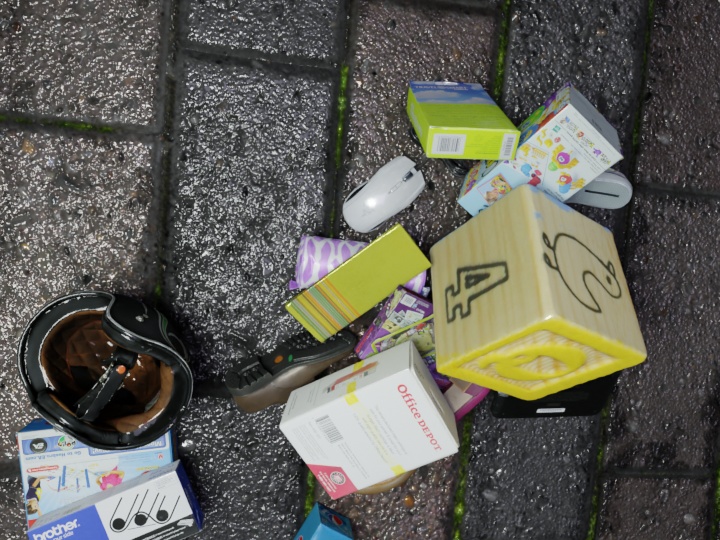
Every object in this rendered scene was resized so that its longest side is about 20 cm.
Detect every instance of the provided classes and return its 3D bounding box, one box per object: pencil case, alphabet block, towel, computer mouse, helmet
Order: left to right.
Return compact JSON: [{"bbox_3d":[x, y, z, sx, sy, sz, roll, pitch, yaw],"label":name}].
[{"bbox_3d":[-0.326,0.122,0.710,0.200,0.191,0.200,-17,118,-36],"label":"helmet"},{"bbox_3d":[-0.004,0.020,0.770,0.200,0.018,0.086,-36,118,10],"label":"towel"},{"bbox_3d":[0.000,0.000,0.816,0.200,0.084,0.086,10,125,-9],"label":"pencil case"},{"bbox_3d":[0.062,-0.132,0.831,0.200,0.044,0.110,-42,101,-5],"label":"computer mouse"},{"bbox_3d":[0.226,0.039,0.741,0.195,0.196,0.200,20,53,-27],"label":"alphabet block"}]

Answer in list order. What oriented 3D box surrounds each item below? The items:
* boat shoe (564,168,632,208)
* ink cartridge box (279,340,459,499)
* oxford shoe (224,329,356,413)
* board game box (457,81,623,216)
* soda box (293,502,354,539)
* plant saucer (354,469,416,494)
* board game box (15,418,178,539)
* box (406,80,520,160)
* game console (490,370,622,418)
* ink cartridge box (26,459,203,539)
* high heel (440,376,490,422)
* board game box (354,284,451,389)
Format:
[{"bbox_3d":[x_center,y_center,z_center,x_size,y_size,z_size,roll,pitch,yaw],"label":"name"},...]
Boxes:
[{"bbox_3d":[0.322,-0.144,0.867,0.200,0.067,0.074,17,127,7],"label":"boat shoe"},{"bbox_3d":[0.016,0.206,0.752,0.200,0.083,0.145,-26,107,15],"label":"ink cartridge box"},{"bbox_3d":[-0.095,0.150,0.823,0.200,0.073,0.084,-23,121,-10],"label":"oxford shoe"},{"bbox_3d":[0.251,-0.149,0.782,0.105,0.103,0.200,40,127,-11],"label":"board game box"},{"bbox_3d":[-0.091,0.469,0.839,0.064,0.068,0.200,32,88,-10],"label":"soda box"},{"bbox_3d":[0.020,0.263,0.859,0.200,0.035,0.200,-1,94,-10],"label":"plant saucer"},{"bbox_3d":[-0.365,0.306,0.784,0.200,0.056,0.196,-4,95,-10],"label":"board game box"},{"bbox_3d":[0.136,-0.218,0.777,0.122,0.200,0.048,1,125,-6],"label":"box"},{"bbox_3d":[0.313,0.145,0.910,0.200,0.116,0.176,1,124,-9],"label":"game console"},{"bbox_3d":[-0.328,0.345,0.742,0.200,0.044,0.094,-21,96,-8],"label":"ink cartridge box"},{"bbox_3d":[0.125,0.226,0.839,0.200,0.067,0.096,-44,145,9],"label":"high heel"},{"bbox_3d":[0.102,0.108,0.819,0.200,0.032,0.120,27,100,-32],"label":"board game box"}]
